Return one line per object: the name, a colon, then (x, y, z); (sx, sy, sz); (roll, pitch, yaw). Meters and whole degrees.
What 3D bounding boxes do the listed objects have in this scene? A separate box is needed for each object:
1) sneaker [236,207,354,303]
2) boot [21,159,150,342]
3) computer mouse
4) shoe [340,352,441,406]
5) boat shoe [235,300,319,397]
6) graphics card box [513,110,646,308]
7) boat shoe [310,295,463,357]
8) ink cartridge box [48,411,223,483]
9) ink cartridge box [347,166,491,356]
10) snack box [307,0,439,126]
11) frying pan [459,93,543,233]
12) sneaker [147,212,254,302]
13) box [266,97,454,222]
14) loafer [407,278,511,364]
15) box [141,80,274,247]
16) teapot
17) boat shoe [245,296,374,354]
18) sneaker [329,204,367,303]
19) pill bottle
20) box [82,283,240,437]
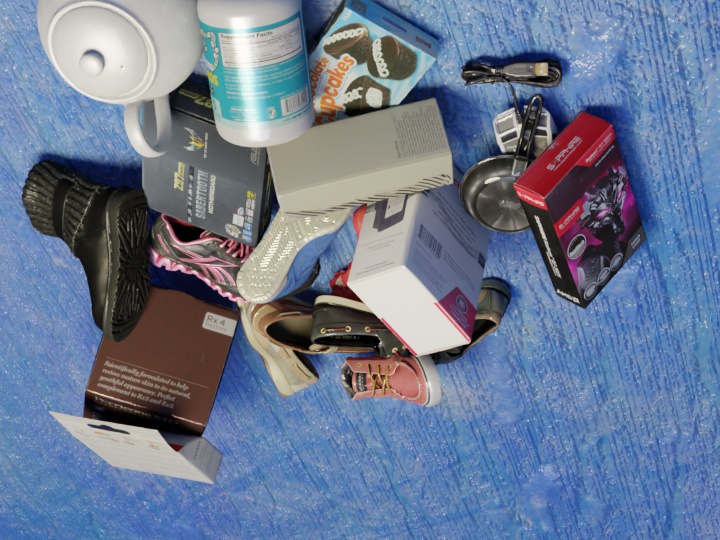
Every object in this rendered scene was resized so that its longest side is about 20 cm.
sneaker: (-0.070, -0.041, 1.702); (0.077, 0.200, 0.111); (38, -177, 8)
boot: (-0.347, -0.026, 1.729); (0.157, 0.079, 0.212); (14, 108, 24)
computer mouse: (0.184, -0.156, 1.552); (0.109, 0.044, 0.201); (-7, 130, 13)
shoe: (0.037, 0.146, 1.818); (0.091, 0.200, 0.072); (-11, 96, -15)
boat shoe: (-0.115, 0.086, 1.876); (0.065, 0.072, 0.200); (-22, 123, 5)
graphics card box: (0.253, -0.066, 1.566); (0.051, 0.125, 0.200); (28, 156, 40)
boat shoe: (0.035, 0.083, 1.756); (0.200, 0.063, 0.074); (10, 159, -3)
ink cartridge box: (-0.286, 0.213, 1.773); (0.159, 0.047, 0.200); (7, 155, 20)
ink cartridge box: (0.074, -0.027, 1.602); (0.084, 0.201, 0.145); (-17, 131, 33)
snack box: (-0.013, -0.212, 1.538); (0.116, 0.037, 0.200); (27, 137, -16)
frying pan: (0.189, -0.105, 1.551); (0.115, 0.031, 0.190); (27, 133, -16)
sneaker: (-0.177, -0.026, 1.749); (0.199, 0.079, 0.095); (19, 144, -10)
box: (0.000, -0.123, 1.537); (0.199, 0.083, 0.068); (-13, 154, 0)
loafer: (0.122, 0.083, 1.814); (0.072, 0.063, 0.200); (29, 136, -19)
box: (-0.180, -0.127, 1.634); (0.157, 0.051, 0.200); (22, 143, 7)
teapot: (-0.260, -0.246, 1.458); (0.199, 0.146, 0.198); (25, 130, -9)
boat shoe: (-0.054, 0.083, 1.817); (0.199, 0.072, 0.076); (10, 115, -25)
sneaker: (0.000, 0.000, 1.742); (0.115, 0.079, 0.200); (-9, 134, 20)
pill bottle: (-0.112, -0.241, 1.457); (0.110, 0.111, 0.201); (1, 121, 12)
box: (-0.271, 0.133, 1.848); (0.165, 0.165, 0.200); (18, 159, -6)
